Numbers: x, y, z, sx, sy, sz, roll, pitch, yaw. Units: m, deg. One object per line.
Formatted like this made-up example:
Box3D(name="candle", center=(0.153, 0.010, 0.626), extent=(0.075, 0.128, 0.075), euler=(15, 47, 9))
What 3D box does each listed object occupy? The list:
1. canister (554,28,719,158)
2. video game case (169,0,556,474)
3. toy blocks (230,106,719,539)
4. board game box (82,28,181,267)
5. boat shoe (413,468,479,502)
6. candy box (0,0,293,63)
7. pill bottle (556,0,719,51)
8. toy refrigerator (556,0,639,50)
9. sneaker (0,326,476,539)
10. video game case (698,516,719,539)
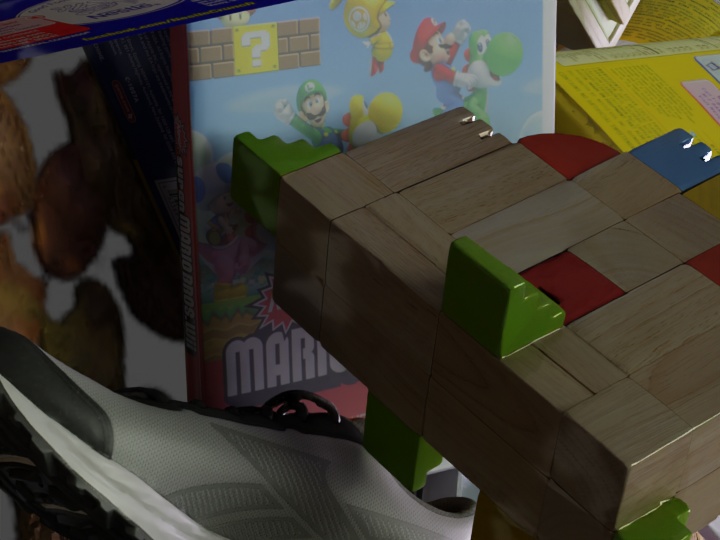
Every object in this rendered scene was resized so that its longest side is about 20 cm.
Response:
Box3D(name="canister", center=(0.143, -0.033, 0.741), extent=(0.200, 0.087, 0.149), euler=(-12, 55, -45))
Box3D(name="video game case", center=(0.005, -0.020, 0.611), extent=(0.143, 0.017, 0.200), euler=(-10, 109, -28))
Box3D(name="toy blocks", center=(0.072, 0.007, 0.550), extent=(0.137, 0.200, 0.100), euler=(-24, 138, -32))
Box3D(name="board game box", center=(-0.035, -0.129, 0.686), extent=(0.200, 0.062, 0.200), euler=(-54, 128, -50))
Box3D(name="boat shoe", center=(0.016, 0.133, 0.702), extent=(0.074, 0.068, 0.200), euler=(0, 95, -56))
Box3D(name="candy box", center=(-0.095, -0.165, 0.482), extent=(0.077, 0.169, 0.200), euler=(0, 82, -64))
Box3D(name="pill bottle", center=(0.146, -0.083, 0.940), extent=(0.200, 0.112, 0.113), euler=(-47, 123, -54))
Box3D(name="toy refrigerator", center=(0.080, -0.165, 0.771), extent=(0.076, 0.070, 0.200), euler=(-61, 158, -3))
Box3D(name="sneaker", center=(-0.043, 0.067, 0.566), extent=(0.200, 0.074, 0.079), euler=(34, 72, -28))
Box3D(name="video game case", center=(0.237, 0.063, 0.887), extent=(0.143, 0.018, 0.200), euler=(45, 72, -39))
